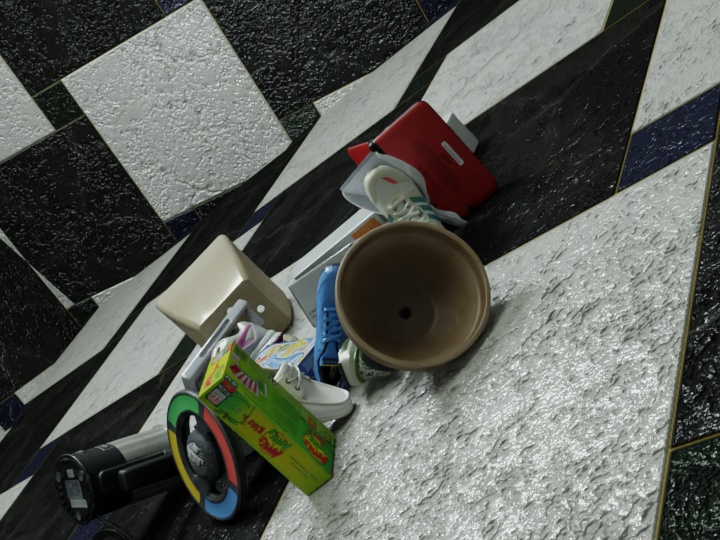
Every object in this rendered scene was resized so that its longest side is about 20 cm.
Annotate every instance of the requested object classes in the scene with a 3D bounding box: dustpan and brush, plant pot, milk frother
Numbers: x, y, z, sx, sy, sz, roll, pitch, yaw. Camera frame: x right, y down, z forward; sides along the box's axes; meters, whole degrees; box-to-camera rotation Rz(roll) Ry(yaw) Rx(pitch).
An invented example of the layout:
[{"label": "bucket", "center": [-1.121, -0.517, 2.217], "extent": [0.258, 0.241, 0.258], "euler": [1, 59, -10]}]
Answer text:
[{"label": "dustpan and brush", "center": [0.082, -0.114, 1.616], "extent": [0.140, 0.200, 0.057], "euler": [136, 140, -56]}, {"label": "plant pot", "center": [0.065, 0.044, 1.334], "extent": [0.201, 0.201, 0.093], "euler": [-51, -10, -20]}, {"label": "milk frother", "center": [-0.373, 0.380, 1.669], "extent": [0.180, 0.200, 0.188], "euler": [10, 16, 43]}, {"label": "plant pot", "center": [-0.251, 0.082, 1.995], "extent": [0.200, 0.200, 0.177], "euler": [-46, 27, -5]}]

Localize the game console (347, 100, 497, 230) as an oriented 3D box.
[{"label": "game console", "center": [0.102, -0.171, 1.696], "extent": [0.172, 0.200, 0.119], "euler": [-40, 17, 15]}]

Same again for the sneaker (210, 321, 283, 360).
[{"label": "sneaker", "center": [-0.212, 0.164, 1.670], "extent": [0.200, 0.088, 0.081], "euler": [-52, -19, -35]}]

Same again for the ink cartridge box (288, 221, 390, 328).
[{"label": "ink cartridge box", "center": [0.000, 0.000, 1.627], "extent": [0.145, 0.088, 0.200], "euler": [-35, 0, 32]}]

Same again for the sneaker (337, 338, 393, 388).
[{"label": "sneaker", "center": [0.041, 0.098, 1.471], "extent": [0.088, 0.077, 0.200], "euler": [0, 36, 23]}]

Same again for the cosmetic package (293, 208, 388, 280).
[{"label": "cosmetic package", "center": [-0.011, -0.026, 1.802], "extent": [0.200, 0.101, 0.071], "euler": [-39, 18, 22]}]

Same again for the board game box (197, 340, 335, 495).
[{"label": "board game box", "center": [-0.120, 0.195, 1.343], "extent": [0.048, 0.200, 0.102], "euler": [-40, 17, 17]}]

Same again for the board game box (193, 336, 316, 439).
[{"label": "board game box", "center": [-0.147, 0.180, 1.548], "extent": [0.135, 0.034, 0.200], "euler": [-13, 27, 43]}]

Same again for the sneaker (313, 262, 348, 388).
[{"label": "sneaker", "center": [-0.035, 0.090, 1.479], "extent": [0.078, 0.066, 0.200], "euler": [-81, -5, -68]}]

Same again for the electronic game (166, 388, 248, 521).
[{"label": "electronic game", "center": [-0.224, 0.267, 1.467], "extent": [0.042, 0.200, 0.200], "euler": [-18, -2, -36]}]

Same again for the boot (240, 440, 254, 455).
[{"label": "boot", "center": [-0.163, 0.232, 1.620], "extent": [0.200, 0.074, 0.096], "euler": [-25, 18, 30]}]

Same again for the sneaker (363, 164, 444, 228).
[{"label": "sneaker", "center": [0.084, -0.076, 1.522], "extent": [0.070, 0.200, 0.093], "euler": [-39, 22, -2]}]

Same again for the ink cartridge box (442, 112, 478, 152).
[{"label": "ink cartridge box", "center": [0.111, -0.188, 1.925], "extent": [0.200, 0.084, 0.146], "euler": [-32, 21, 39]}]

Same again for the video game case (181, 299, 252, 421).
[{"label": "video game case", "center": [-0.237, 0.177, 1.773], "extent": [0.182, 0.024, 0.200], "euler": [-56, -24, -34]}]

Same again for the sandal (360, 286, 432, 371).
[{"label": "sandal", "center": [0.079, 0.070, 1.409], "extent": [0.200, 0.075, 0.048], "euler": [-41, 4, -18]}]

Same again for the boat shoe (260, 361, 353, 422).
[{"label": "boat shoe", "center": [-0.108, 0.164, 1.427], "extent": [0.071, 0.200, 0.069], "euler": [-83, -1, -68]}]

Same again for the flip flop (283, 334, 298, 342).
[{"label": "flip flop", "center": [-0.145, 0.152, 1.770], "extent": [0.081, 0.058, 0.200], "euler": [-43, 16, 6]}]
